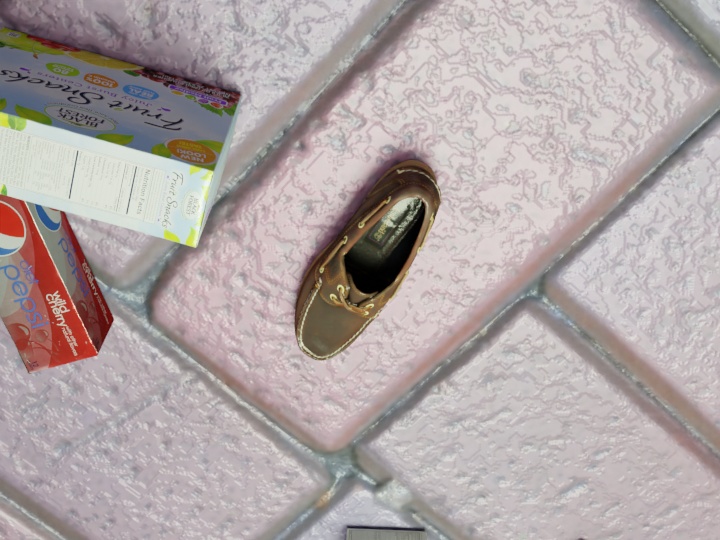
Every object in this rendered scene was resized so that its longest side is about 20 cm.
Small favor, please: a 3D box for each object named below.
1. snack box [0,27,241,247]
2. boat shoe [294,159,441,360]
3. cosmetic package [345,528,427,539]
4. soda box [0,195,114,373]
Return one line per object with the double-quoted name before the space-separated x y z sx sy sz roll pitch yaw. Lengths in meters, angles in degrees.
"snack box" -0.198 -0.104 0.835 0.198 0.169 0.068 14 117 -5
"boat shoe" 0.000 0.000 0.938 0.070 0.071 0.201 25 115 -12
"cosmetic package" 0.022 0.352 1.116 0.081 0.051 0.202 3 116 2
"soda box" -0.280 -0.018 0.937 0.069 0.064 0.202 -15 115 9
